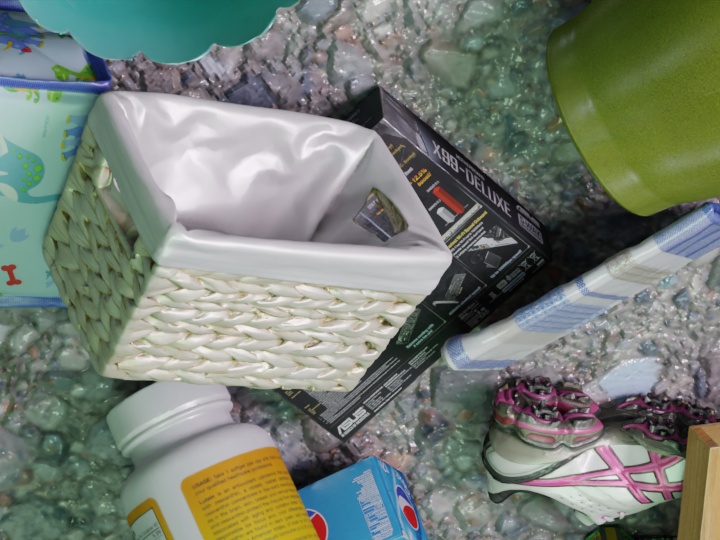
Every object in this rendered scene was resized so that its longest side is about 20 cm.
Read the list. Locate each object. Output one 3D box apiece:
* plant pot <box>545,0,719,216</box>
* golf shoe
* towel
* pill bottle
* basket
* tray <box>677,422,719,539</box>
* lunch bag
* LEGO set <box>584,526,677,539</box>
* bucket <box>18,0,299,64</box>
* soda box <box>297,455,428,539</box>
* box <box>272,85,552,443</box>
[{"bbox_3d":[0.222,-0.130,1.427,0.193,0.201,0.200,-26,121,26],"label":"plant pot"},{"bbox_3d":[0.183,0.133,1.643,0.199,0.073,0.092,10,116,-2],"label":"golf shoe"},{"bbox_3d":[0.151,0.010,1.537,0.200,0.147,0.024,-31,80,15],"label":"towel"},{"bbox_3d":[-0.091,0.170,1.575,0.111,0.111,0.200,-29,77,14],"label":"pill bottle"},{"bbox_3d":[-0.072,-0.012,1.409,0.200,0.136,0.124,5,129,-34],"label":"basket"},{"bbox_3d":[0.263,0.195,1.615,0.098,0.037,0.201,-6,116,-19],"label":"tray"},{"bbox_3d":[-0.263,-0.076,1.449,0.199,0.128,0.170,1,123,-16],"label":"lunch bag"},{"bbox_3d":[0.246,0.267,1.705,0.199,0.116,0.154,7,122,-9],"label":"LEGO set"},{"bbox_3d":[-0.119,-0.233,1.353,0.207,0.135,0.208,-2,121,-3],"label":"bucket"},{"bbox_3d":[-0.057,0.203,1.661,0.200,0.064,0.068,-25,158,12],"label":"soda box"},{"bbox_3d":[0.000,0.000,1.559,0.158,0.050,0.200,38,112,-23],"label":"box"}]
